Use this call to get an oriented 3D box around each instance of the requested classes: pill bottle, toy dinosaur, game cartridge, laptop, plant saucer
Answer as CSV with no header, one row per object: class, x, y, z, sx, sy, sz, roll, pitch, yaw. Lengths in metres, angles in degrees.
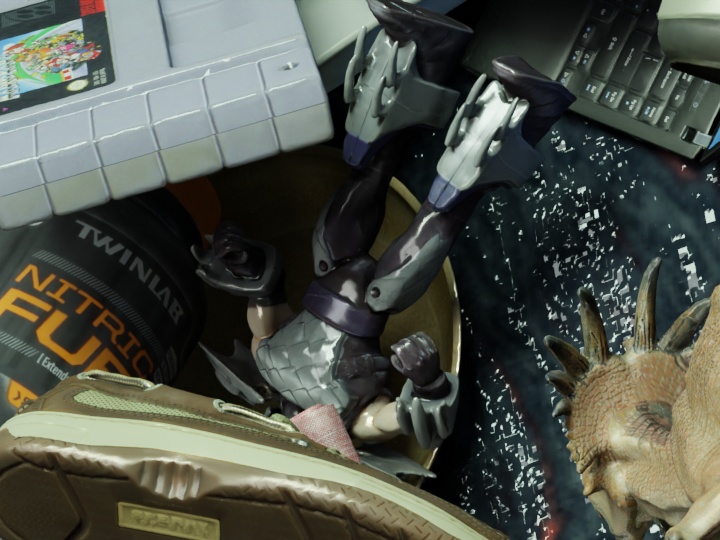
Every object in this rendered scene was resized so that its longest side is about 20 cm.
pill bottle,-0.129,0.034,1.132,0.106,0.106,0.200,0,47,36
toy dinosaur,0.133,0.029,0.937,0.200,0.086,0.136,-47,40,20
game cartridge,-0.084,-0.079,1.087,0.129,0.038,0.200,-12,24,-3
laptop,0.125,-0.142,1.088,0.200,0.103,0.177,26,89,38
plant saucer,-0.035,0.048,1.178,0.200,0.035,0.200,-13,66,32

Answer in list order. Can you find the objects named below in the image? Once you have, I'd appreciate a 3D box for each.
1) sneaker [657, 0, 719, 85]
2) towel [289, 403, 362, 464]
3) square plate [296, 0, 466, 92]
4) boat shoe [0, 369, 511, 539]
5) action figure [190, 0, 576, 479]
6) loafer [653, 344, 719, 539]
sneaker,0.180,-0.020,0.957,0.075,0.200,0.106,-141,72,-83
towel,-0.020,0.168,1.083,0.144,0.023,0.200,-32,81,26
square plate,-0.064,-0.095,1.184,0.198,0.200,0.028,8,122,42
boat shoe,-0.031,0.078,1.024,0.202,0.075,0.075,17,125,10
action figure,0.000,0.000,1.095,0.130,0.069,0.200,30,103,22
loafer,0.150,0.095,1.001,0.075,0.070,0.200,-47,52,12
